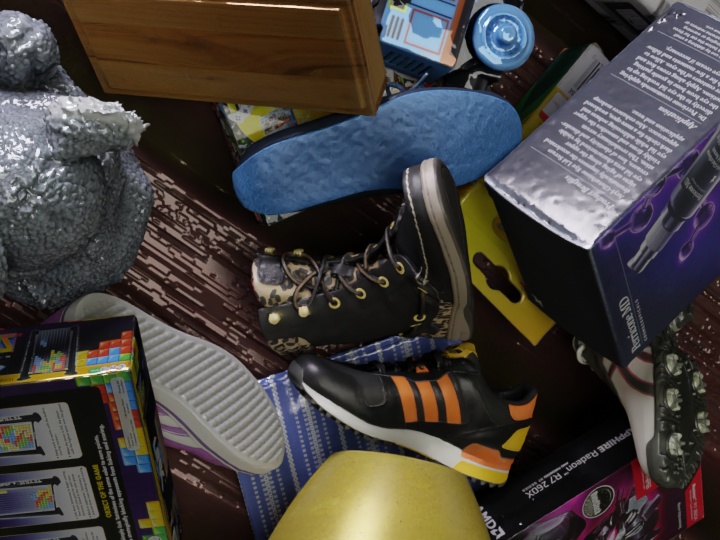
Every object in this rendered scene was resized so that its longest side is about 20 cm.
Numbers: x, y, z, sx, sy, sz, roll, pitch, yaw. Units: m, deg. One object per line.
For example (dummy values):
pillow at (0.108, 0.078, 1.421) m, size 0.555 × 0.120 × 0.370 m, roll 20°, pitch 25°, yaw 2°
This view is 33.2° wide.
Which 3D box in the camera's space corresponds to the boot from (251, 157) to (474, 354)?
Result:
boot at (0.000, 0.000, 0.821) m, size 0.149 × 0.200 × 0.074 m, roll -7°, pitch 66°, yaw 4°

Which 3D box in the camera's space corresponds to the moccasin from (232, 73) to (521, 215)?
moccasin at (0.009, -0.092, 0.826) m, size 0.198 × 0.068 × 0.081 m, roll -8°, pitch 108°, yaw -5°

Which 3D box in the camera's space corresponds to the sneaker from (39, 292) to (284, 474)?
sneaker at (-0.151, 0.093, 0.846) m, size 0.200 × 0.114 × 0.073 m, roll 39°, pitch 38°, yaw -29°

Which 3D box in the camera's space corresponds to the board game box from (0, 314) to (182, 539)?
board game box at (-0.209, 0.128, 0.772) m, size 0.163 × 0.057 × 0.202 m, roll -5°, pitch 127°, yaw -2°

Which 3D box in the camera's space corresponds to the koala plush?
koala plush at (-0.204, -0.052, 0.746) m, size 0.184 × 0.200 × 0.178 m, roll 43°, pitch 81°, yaw -17°

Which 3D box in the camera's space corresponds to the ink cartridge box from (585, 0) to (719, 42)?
ink cartridge box at (0.226, -0.245, 0.917) m, size 0.199 × 0.067 × 0.117 m, roll 32°, pitch 85°, yaw -31°

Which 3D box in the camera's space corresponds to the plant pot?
plant pot at (0.017, 0.208, 0.847) m, size 0.198 × 0.200 × 0.144 m, roll 17°, pitch 71°, yaw -18°

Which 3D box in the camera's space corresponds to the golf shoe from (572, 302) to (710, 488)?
golf shoe at (0.211, 0.074, 0.917) m, size 0.077 × 0.087 × 0.202 m, roll 35°, pitch 46°, yaw -42°

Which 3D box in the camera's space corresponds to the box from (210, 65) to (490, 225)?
box at (-0.008, -0.135, 0.887) m, size 0.198 × 0.038 × 0.138 m, roll -24°, pitch 101°, yaw -15°

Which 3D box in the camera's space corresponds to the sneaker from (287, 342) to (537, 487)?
sneaker at (0.042, 0.084, 0.882) m, size 0.199 × 0.070 × 0.091 m, roll 26°, pitch 94°, yaw -25°

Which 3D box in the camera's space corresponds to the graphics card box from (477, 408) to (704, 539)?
graphics card box at (0.178, 0.191, 0.946) m, size 0.199 × 0.051 × 0.126 m, roll -27°, pitch 131°, yaw -13°

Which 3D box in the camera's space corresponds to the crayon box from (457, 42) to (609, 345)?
crayon box at (0.148, -0.059, 0.938) m, size 0.127 × 0.051 × 0.200 m, roll 44°, pitch 80°, yaw -17°

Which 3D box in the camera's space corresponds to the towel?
towel at (0.000, 0.129, 0.926) m, size 0.198 × 0.024 × 0.146 m, roll -17°, pitch 101°, yaw -14°

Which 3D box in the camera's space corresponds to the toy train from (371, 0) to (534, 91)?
toy train at (0.076, -0.221, 0.846) m, size 0.113 × 0.087 × 0.202 m, roll 18°, pitch 88°, yaw -12°

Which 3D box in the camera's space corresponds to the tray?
tray at (-0.088, -0.152, 0.778) m, size 0.198 × 0.099 × 0.037 m, roll 6°, pitch 55°, yaw 16°

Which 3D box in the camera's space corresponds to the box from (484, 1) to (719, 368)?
box at (0.202, -0.059, 0.844) m, size 0.200 × 0.104 × 0.148 m, roll -43°, pitch 140°, yaw -10°
